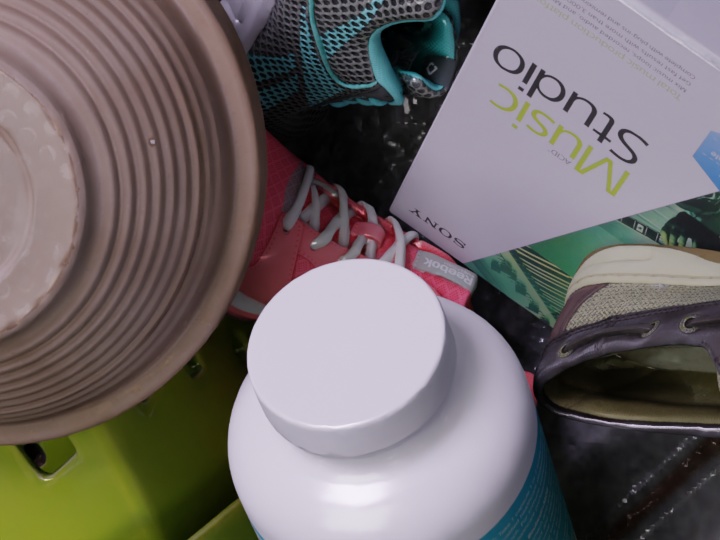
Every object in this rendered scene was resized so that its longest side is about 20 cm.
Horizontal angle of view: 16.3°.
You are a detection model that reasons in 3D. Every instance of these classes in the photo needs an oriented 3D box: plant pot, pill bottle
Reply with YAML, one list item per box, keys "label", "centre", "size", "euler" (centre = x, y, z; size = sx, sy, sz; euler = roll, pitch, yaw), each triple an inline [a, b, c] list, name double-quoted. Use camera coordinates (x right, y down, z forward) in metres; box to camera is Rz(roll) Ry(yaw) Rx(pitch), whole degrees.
- label: "plant pot"
  centre: [-0.135, -0.032, 0.844]
  size: [0.199, 0.093, 0.203]
  euler: [1, 101, 6]
- label: "pill bottle"
  centre: [0.017, 0.083, 0.908]
  size: [0.110, 0.111, 0.201]
  euler: [14, 148, 24]
- label: "plant pot"
  centre: [-0.130, 0.075, 1.022]
  size: [0.198, 0.200, 0.182]
  euler: [-32, 90, 26]

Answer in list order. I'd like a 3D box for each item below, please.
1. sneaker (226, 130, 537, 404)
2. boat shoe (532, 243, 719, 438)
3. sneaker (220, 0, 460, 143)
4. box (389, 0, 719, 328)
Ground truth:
- label: "sneaker"
  centre: [0.000, 0.000, 0.977]
  size: [0.086, 0.074, 0.200]
  euler: [-21, 121, 32]
- label: "boat shoe"
  centre: [0.143, 0.034, 0.842]
  size: [0.200, 0.066, 0.072]
  euler: [4, 142, 44]
- label: "sneaker"
  centre: [-0.007, -0.088, 0.948]
  size: [0.091, 0.200, 0.078]
  euler: [37, 70, 7]
- label: "box"
  centre: [0.097, -0.036, 0.894]
  size: [0.144, 0.036, 0.200]
  euler: [35, 152, 5]
